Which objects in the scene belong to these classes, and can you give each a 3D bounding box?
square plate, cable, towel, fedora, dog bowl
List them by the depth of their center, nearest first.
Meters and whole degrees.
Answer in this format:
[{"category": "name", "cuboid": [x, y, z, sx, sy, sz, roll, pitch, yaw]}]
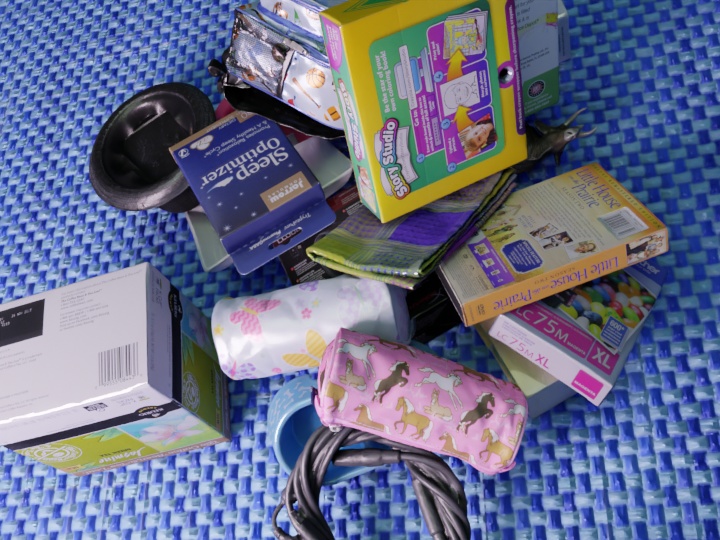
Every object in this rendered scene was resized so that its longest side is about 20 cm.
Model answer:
[{"category": "cable", "cuboid": [0.023, 0.234, 0.782, 0.198, 0.051, 0.165, 34, 89, 9]}, {"category": "dog bowl", "cuboid": [0.000, 0.147, 0.821, 0.197, 0.050, 0.113, -22, 103, 5]}, {"category": "towel", "cuboid": [0.053, -0.057, 0.823, 0.142, 0.023, 0.200, 14, 43, 37]}, {"category": "square plate", "cuboid": [-0.110, -0.086, 0.969, 0.198, 0.029, 0.198, -35, 29, -2]}, {"category": "fedora", "cuboid": [-0.246, -0.139, 1.039, 0.197, 0.092, 0.204, -12, 55, 17]}]

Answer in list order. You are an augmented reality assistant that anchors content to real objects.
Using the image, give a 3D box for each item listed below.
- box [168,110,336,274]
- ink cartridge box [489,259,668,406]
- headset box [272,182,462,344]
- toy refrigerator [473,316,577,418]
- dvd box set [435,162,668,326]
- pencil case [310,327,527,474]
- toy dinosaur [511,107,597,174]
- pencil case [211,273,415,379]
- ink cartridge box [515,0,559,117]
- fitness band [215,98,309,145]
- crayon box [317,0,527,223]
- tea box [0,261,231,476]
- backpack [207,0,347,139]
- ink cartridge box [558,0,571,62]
[{"category": "box", "cuboid": [-0.119, -0.096, 0.888, 0.120, 0.033, 0.201, -30, 54, -7]}, {"category": "ink cartridge box", "cuboid": [0.219, 0.021, 0.795, 0.118, 0.042, 0.200, 32, 50, 12]}, {"category": "headset box", "cuboid": [0.000, 0.000, 0.910, 0.147, 0.077, 0.202, -30, 60, 2]}, {"category": "toy refrigerator", "cuboid": [0.145, 0.044, 0.846, 0.069, 0.076, 0.202, -29, 62, 2]}, {"category": "dvd box set", "cuboid": [0.167, -0.031, 0.784, 0.197, 0.030, 0.147, -21, 34, -2]}, {"category": "pencil case", "cuboid": [0.055, 0.120, 0.749, 0.196, 0.083, 0.088, 17, 109, -8]}, {"category": "toy dinosaur", "cuboid": [0.160, -0.151, 0.944, 0.102, 0.078, 0.199, -38, 46, -25]}, {"category": "pencil case", "cuboid": [-0.048, 0.049, 0.814, 0.196, 0.084, 0.092, -13, 45, 11]}, {"category": "ink cartridge box", "cuboid": [0.125, -0.252, 0.853, 0.143, 0.202, 0.084, -25, 40, -14]}, {"category": "fitness band", "cuboid": [-0.095, -0.214, 1.041, 0.197, 0.038, 0.145, -24, 45, 4]}, {"category": "crayon box", "cuboid": [0.066, -0.170, 0.777, 0.170, 0.203, 0.058, -23, 37, -13]}, {"category": "tea box", "cuboid": [-0.264, 0.113, 0.871, 0.196, 0.197, 0.136, -15, 61, 11]}, {"category": "backpack", "cuboid": [-0.033, -0.245, 0.914, 0.189, 0.155, 0.200, 36, 43, 7]}, {"category": "ink cartridge box", "cuboid": [0.136, -0.298, 1.000, 0.197, 0.084, 0.148, -20, 62, 8]}]
